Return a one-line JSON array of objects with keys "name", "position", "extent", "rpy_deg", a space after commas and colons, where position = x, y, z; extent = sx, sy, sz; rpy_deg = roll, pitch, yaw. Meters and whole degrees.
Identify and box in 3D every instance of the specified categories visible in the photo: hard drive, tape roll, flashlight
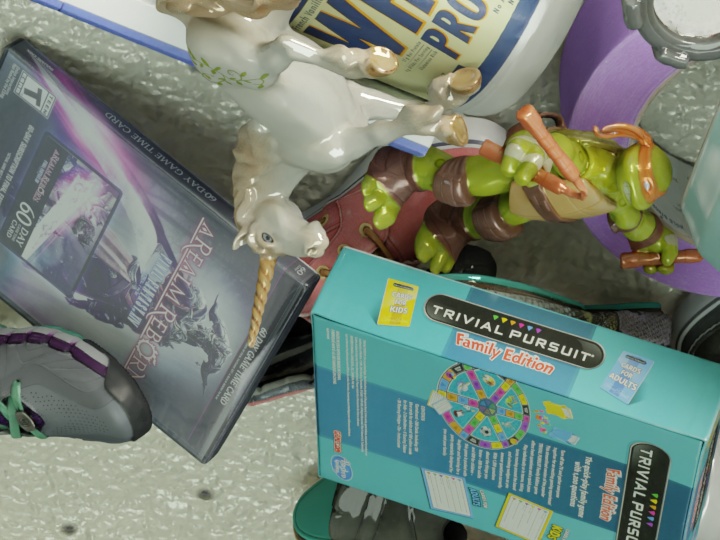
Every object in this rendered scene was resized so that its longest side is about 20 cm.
[{"name": "hard drive", "position": [-0.066, -0.116, 1.098], "extent": [0.199, 0.132, 0.025], "rpy_deg": [21, 104, -16]}, {"name": "tape roll", "position": [0.200, -0.080, 1.163], "extent": [0.199, 0.066, 0.201], "rpy_deg": [1, 132, 2]}, {"name": "flashlight", "position": [0.140, -0.171, 0.992], "extent": [0.067, 0.200, 0.068], "rpy_deg": [13, 131, -10]}]

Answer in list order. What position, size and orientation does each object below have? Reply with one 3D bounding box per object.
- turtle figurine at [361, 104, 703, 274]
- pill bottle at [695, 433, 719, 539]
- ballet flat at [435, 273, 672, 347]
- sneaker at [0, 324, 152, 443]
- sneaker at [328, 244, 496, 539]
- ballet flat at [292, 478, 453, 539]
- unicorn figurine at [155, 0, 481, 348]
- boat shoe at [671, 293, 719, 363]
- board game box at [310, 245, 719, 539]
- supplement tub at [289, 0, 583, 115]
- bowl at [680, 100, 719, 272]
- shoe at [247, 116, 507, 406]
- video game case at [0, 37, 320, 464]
[{"name": "turtle figurine", "position": [0.083, -0.044, 1.108], "extent": [0.161, 0.065, 0.200], "rpy_deg": [-6, 161, 35]}, {"name": "pill bottle", "position": [0.256, 0.115, 1.276], "extent": [0.199, 0.113, 0.113], "rpy_deg": [6, 134, -23]}, {"name": "ballet flat", "position": [0.103, 0.043, 1.214], "extent": [0.072, 0.072, 0.200], "rpy_deg": [-38, 152, 30]}, {"name": "sneaker", "position": [-0.200, 0.074, 1.239], "extent": [0.199, 0.088, 0.075], "rpy_deg": [13, 137, 40]}, {"name": "sneaker", "position": [0.048, 0.077, 1.280], "extent": [0.090, 0.076, 0.201], "rpy_deg": [19, 120, 3]}, {"name": "ballet flat", "position": [0.056, 0.131, 1.359], "extent": [0.199, 0.069, 0.063], "rpy_deg": [-23, 142, 22]}, {"name": "unicorn figurine", "position": [-0.022, -0.070, 1.007], "extent": [0.137, 0.074, 0.200], "rpy_deg": [-8, 129, 29]}, {"name": "boat shoe", "position": [0.262, 0.020, 1.255], "extent": [0.199, 0.057, 0.069], "rpy_deg": [-20, 128, 19]}, {"name": "board game box", "position": [0.076, 0.077, 1.158], "extent": [0.199, 0.047, 0.151], "rpy_deg": [17, 146, 13]}, {"name": "supplement tub", "position": [-0.003, -0.168, 1.037], "extent": [0.199, 0.145, 0.145], "rpy_deg": [20, 129, -16]}, {"name": "bowl", "position": [0.211, -0.060, 1.030], "extent": [0.105, 0.201, 0.201], "rpy_deg": [21, 132, 8]}, {"name": "shoe", "position": [0.000, 0.000, 1.223], "extent": [0.200, 0.091, 0.071], "rpy_deg": [-28, 125, 25]}, {"name": "video game case", "position": [-0.128, -0.008, 1.205], "extent": [0.200, 0.019, 0.143], "rpy_deg": [39, 129, 10]}]
